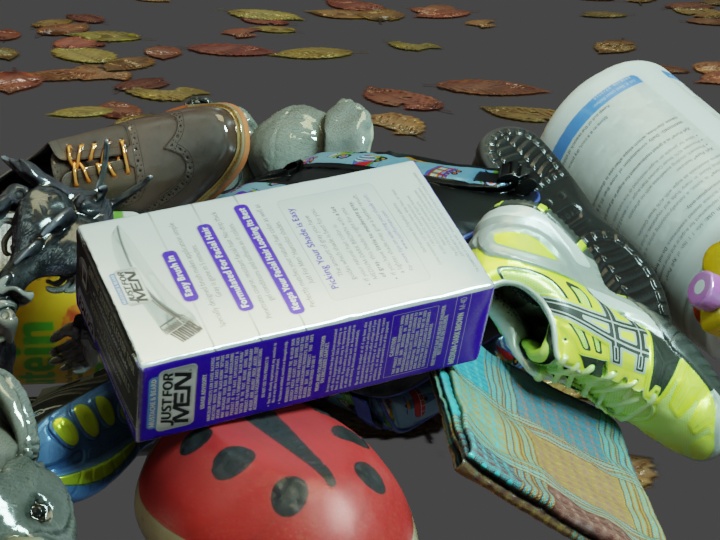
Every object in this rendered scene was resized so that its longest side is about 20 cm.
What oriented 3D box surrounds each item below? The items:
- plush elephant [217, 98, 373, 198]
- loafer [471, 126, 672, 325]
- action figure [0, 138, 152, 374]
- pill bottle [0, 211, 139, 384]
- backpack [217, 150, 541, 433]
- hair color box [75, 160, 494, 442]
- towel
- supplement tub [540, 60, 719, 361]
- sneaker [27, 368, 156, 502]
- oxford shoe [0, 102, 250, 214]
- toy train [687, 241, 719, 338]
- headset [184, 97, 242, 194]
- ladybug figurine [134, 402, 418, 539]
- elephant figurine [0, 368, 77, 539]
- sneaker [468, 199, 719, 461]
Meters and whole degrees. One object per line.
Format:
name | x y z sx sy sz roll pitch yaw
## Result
plush elephant | -0.036 -0.061 1.330 0.164 0.155 0.200 11 20 26
loafer | 0.139 -0.004 1.209 0.073 0.071 0.200 -21 73 -33
action figure | -0.204 0.014 1.044 0.200 0.119 0.102 -47 -3 -19
pill bottle | -0.238 0.019 1.144 0.200 0.111 0.111 -2 19 -10
backpack | 0.000 0.000 1.161 0.182 0.135 0.200 -28 31 -37
hair color box | -0.042 0.013 0.956 0.200 0.065 0.109 -11 47 -22
towel | 0.102 0.096 0.982 0.147 0.022 0.200 31 14 -13
supplement tub | 0.229 -0.045 1.255 0.132 0.132 0.200 -11 45 -34
sneaker | -0.147 0.082 1.022 0.083 0.071 0.200 0 11 28
oxford shoe | -0.161 -0.064 1.176 0.200 0.071 0.073 -19 -11 32
toy train | 0.261 0.033 1.094 0.056 0.150 0.200 -30 19 51
headset | -0.174 -0.043 1.268 0.200 0.094 0.124 -32 41 -3
ladybug figurine | -0.044 0.116 0.933 0.136 0.072 0.200 -10 22 -31
elephant figurine | -0.204 0.118 0.870 0.200 0.155 0.141 5 -18 -23
sneaker | 0.134 0.050 1.059 0.200 0.075 0.076 41 50 -2
